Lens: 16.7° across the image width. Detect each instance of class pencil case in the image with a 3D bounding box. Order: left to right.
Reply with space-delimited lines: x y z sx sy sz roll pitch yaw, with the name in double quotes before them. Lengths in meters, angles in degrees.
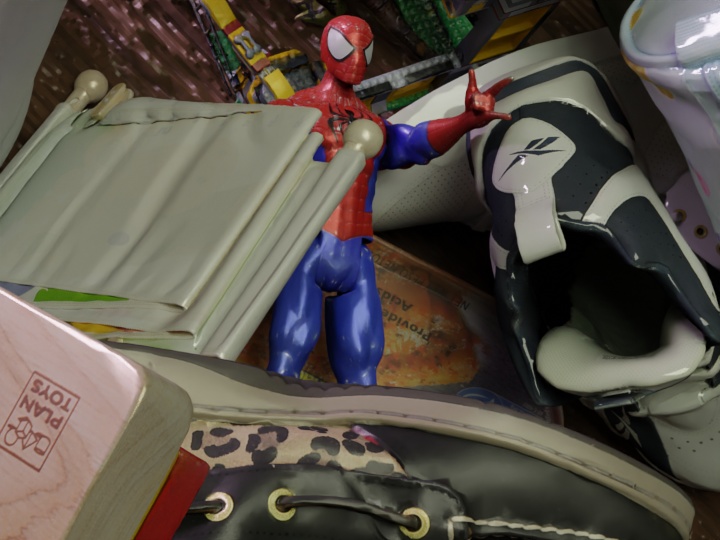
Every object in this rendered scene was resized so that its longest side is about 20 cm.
"pencil case" 0.161 -0.020 0.859 0.091 0.083 0.200 -50 122 -39

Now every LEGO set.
"LEGO set" -0.006 -0.145 0.945 0.154 0.116 0.200 -10 74 -21

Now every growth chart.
"growth chart" -0.083 -0.012 0.849 0.145 0.200 0.018 -52 126 -21

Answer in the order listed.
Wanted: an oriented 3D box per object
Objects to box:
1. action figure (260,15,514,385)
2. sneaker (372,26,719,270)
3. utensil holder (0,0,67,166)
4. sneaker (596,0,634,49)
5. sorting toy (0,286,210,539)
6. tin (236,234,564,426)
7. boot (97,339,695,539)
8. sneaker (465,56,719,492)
"action figure" 0.000 0.000 0.857 0.065 0.099 0.200 9 74 -25
"sneaker" 0.092 -0.028 0.961 0.200 0.074 0.116 -21 76 -25
"utensil holder" -0.179 -0.115 0.833 0.170 0.200 0.170 6 69 -16
"sneaker" 0.145 -0.076 0.932 0.067 0.090 0.200 -35 115 2
"sorting toy" -0.138 0.090 0.603 0.070 0.200 0.199 33 84 -48
"tin" -0.020 0.038 0.920 0.200 0.042 0.112 28 61 -8
"boot" -0.015 0.106 0.654 0.200 0.073 0.151 13 68 -10
"sneaker" 0.100 0.032 0.883 0.130 0.079 0.199 -84 153 -56
